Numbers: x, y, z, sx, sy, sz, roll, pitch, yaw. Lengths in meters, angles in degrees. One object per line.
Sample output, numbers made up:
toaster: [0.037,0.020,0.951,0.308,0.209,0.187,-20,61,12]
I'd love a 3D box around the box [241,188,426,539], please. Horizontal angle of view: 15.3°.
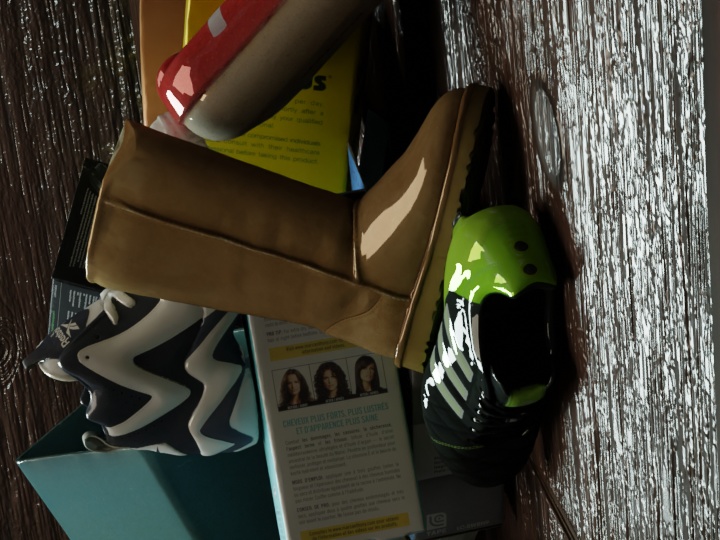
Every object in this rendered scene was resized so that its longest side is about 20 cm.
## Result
box: [-0.021,0.059,1.549,0.049,0.082,0.201,146,115,-81]

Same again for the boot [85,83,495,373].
boot: [-0.040,-0.043,1.453,0.066,0.199,0.176,-53,-20,-69]

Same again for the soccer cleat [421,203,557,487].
soccer cleat: [0.072,0.055,1.419,0.081,0.067,0.201,-114,17,-44]

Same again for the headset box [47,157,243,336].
headset box: [-0.105,0.019,1.817,0.174,0.199,0.093,109,175,-69]

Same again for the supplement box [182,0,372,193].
supplement box: [-0.051,-0.124,1.644,0.109,0.109,0.201,-78,-5,-65]

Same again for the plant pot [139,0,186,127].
plant pot: [-0.076,-0.123,1.807,0.200,0.139,0.202,177,90,-87]

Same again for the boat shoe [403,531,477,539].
boat shoe: [0.028,0.116,1.758,0.200,0.074,0.067,-111,18,-48]

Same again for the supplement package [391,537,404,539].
supplement package: [0.020,0.278,1.809,0.114,0.109,0.201,-34,66,61]

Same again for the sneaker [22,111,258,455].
sneaker: [-0.136,0.015,1.548,0.079,0.129,0.200,-129,30,-74]

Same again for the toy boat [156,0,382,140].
toy boat: [-0.055,-0.178,1.499,0.131,0.200,0.131,44,-160,2]

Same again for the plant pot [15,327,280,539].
plant pot: [-0.086,0.160,1.691,0.141,0.141,0.201,-10,112,49]

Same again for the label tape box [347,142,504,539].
label tape box: [0.040,0.039,1.607,0.145,0.063,0.201,-112,16,-51]

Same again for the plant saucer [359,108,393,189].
plant saucer: [0.000,0.000,1.738,0.070,0.019,0.201,83,-167,-69]
